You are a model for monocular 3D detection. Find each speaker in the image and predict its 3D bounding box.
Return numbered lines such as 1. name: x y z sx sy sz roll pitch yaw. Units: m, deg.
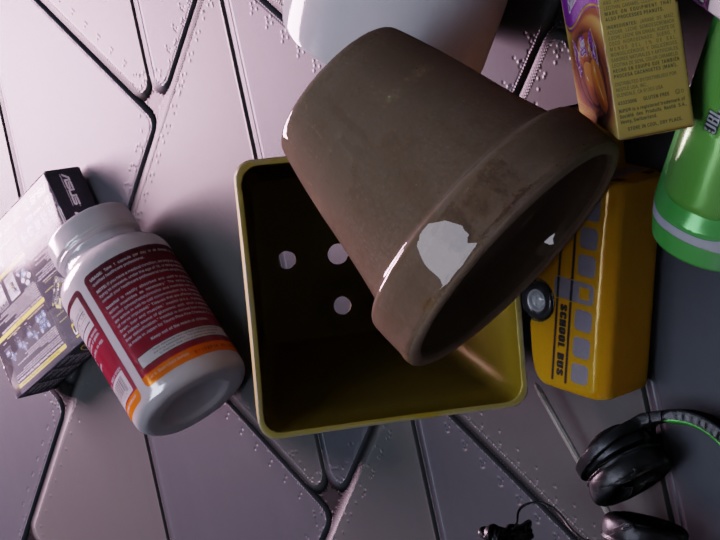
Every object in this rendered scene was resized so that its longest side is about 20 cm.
1. speaker: 0.253 -0.102 1.273 0.088 0.088 0.200 36 124 35

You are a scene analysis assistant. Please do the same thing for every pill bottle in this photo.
1. pill bottle: -0.198 0.040 1.770 0.200 0.113 0.113 56 134 21

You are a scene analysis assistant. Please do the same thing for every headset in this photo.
1. headset: 0.186 0.169 1.397 0.200 0.094 0.124 -18 76 34

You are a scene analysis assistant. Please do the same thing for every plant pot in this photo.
1. plant pot: 0.000 0.000 1.480 0.176 0.199 0.201 -147 51 -76
2. plant pot: 0.043 -0.064 1.301 0.175 0.200 0.200 44 130 13

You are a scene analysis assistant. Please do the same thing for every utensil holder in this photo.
1. utensil holder: 0.040 -0.253 1.402 0.170 0.170 0.200 41 130 32

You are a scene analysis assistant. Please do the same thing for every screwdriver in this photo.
1. screwdriver: 0.183 0.169 1.462 0.029 0.028 0.200 -28 76 16

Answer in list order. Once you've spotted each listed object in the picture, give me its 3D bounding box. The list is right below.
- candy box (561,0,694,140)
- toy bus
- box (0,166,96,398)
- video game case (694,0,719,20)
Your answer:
1. candy box: 0.163 -0.194 1.271 0.117 0.056 0.201 -117 17 -76
2. toy bus: 0.166 -0.015 1.401 0.078 0.065 0.201 17 112 43
3. box: -0.308 0.014 1.928 0.200 0.049 0.162 -38 70 45
4. video game case: 0.228 -0.260 1.210 0.200 0.036 0.182 -112 31 -67
